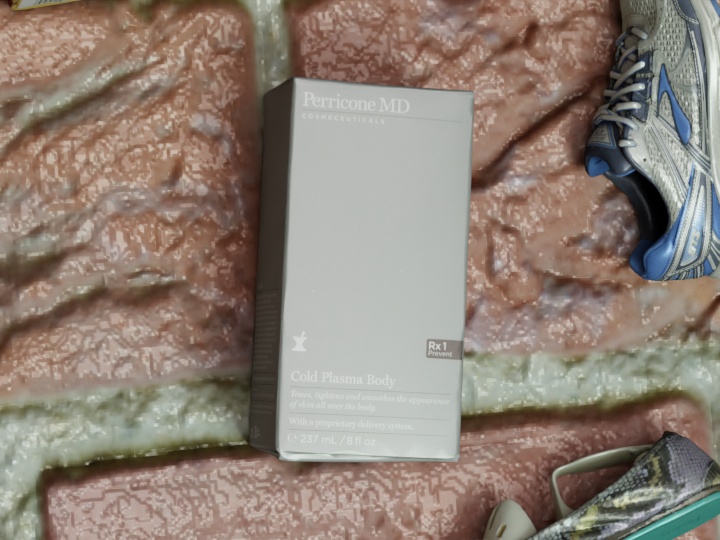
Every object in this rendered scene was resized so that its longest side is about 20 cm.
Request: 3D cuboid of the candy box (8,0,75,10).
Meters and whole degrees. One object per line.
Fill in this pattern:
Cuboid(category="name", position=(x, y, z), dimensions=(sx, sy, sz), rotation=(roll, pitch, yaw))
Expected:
Cuboid(category="candy box", position=(-0.098, -0.213, 1.260), dimensions=(0.199, 0.056, 0.118), rotation=(-10, 90, -15))

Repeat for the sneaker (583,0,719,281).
Cuboid(category="sneaker", position=(0.166, -0.087, 1.322), dimensions=(0.085, 0.077, 0.201), rotation=(-15, 91, -12))

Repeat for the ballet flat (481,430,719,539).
Cuboid(category="ballet flat", position=(0.111, 0.149, 1.307), dimensions=(0.200, 0.072, 0.072), rotation=(-29, 95, -15))

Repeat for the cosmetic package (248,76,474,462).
Cuboid(category="cosmetic package", position=(0.000, 0.000, 1.264), dimensions=(0.106, 0.090, 0.202), rotation=(1, 90, -13))
